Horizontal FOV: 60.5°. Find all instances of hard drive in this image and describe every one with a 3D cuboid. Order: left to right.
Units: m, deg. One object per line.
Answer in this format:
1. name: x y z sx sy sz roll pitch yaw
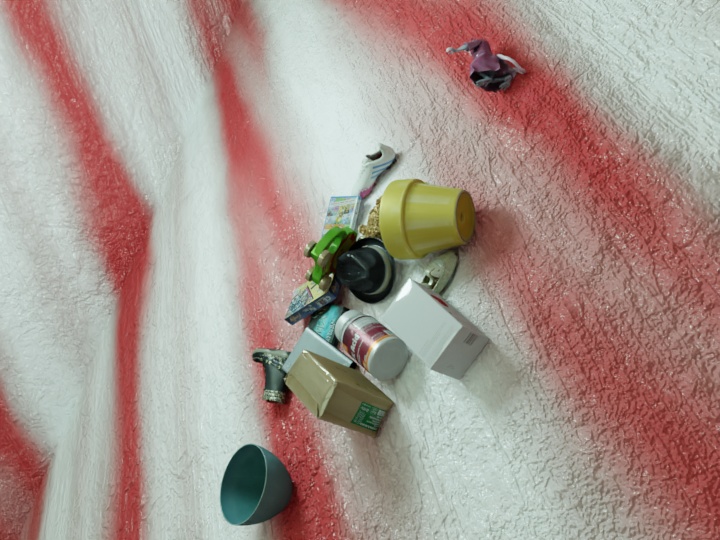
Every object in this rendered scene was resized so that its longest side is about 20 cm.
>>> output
1. hard drive: -0.114 0.264 1.692 0.199 0.033 0.140 31 89 39

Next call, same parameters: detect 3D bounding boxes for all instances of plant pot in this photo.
1. plant pot: -0.258 0.572 1.627 0.199 0.134 0.202 -27 50 37
2. plant pot: 0.173 -0.128 1.522 0.188 0.201 0.202 0 67 33

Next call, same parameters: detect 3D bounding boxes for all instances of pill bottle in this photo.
1. pill bottle: 0.022 0.182 1.558 0.115 0.114 0.200 -60 37 3

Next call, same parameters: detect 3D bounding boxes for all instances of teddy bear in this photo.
1. teddy bear: 0.044 -0.133 1.766 0.201 0.067 0.145 -59 35 3

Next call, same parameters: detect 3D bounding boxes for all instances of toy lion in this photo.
1. toy lion: -0.073 -0.053 1.719 0.068 0.201 0.192 32 63 17

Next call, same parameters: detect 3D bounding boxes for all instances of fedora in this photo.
1. fedora: 0.000 0.000 1.669 0.200 0.091 0.203 1 92 48

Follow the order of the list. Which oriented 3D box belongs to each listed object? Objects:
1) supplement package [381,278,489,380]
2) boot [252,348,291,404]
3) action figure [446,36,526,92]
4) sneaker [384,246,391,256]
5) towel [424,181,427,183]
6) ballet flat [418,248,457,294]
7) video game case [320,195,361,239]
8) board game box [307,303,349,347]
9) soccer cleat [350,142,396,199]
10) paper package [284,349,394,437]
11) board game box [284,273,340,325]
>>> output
1. supplement package: 0.167 0.130 1.397 0.120 0.121 0.200 -55 45 9
2. boot: -0.277 0.317 1.859 0.203 0.073 0.155 -7 65 47
3. action figure: 0.329 -0.572 1.649 0.148 0.133 0.201 -33 48 31
4. sneaker: 0.103 -0.122 1.639 0.075 0.086 0.201 101 170 -53
5. towel: 0.137 -0.151 1.699 0.085 0.018 0.202 -5 62 27
6. ballet flat: 0.173 0.030 1.517 0.067 0.062 0.201 27 89 52
7. video game case: -0.067 -0.132 1.911 0.143 0.018 0.202 7 83 51
8. board game box: -0.112 0.194 1.778 0.135 0.028 0.202 5 72 50
9. soccer cleat: 0.022 -0.305 1.882 0.200 0.086 0.070 -48 39 18
10. paper package: -0.052 0.299 1.501 0.190 0.199 0.104 32 92 53
11. board game box: -0.137 0.069 1.845 0.199 0.035 0.136 -32 27 34
